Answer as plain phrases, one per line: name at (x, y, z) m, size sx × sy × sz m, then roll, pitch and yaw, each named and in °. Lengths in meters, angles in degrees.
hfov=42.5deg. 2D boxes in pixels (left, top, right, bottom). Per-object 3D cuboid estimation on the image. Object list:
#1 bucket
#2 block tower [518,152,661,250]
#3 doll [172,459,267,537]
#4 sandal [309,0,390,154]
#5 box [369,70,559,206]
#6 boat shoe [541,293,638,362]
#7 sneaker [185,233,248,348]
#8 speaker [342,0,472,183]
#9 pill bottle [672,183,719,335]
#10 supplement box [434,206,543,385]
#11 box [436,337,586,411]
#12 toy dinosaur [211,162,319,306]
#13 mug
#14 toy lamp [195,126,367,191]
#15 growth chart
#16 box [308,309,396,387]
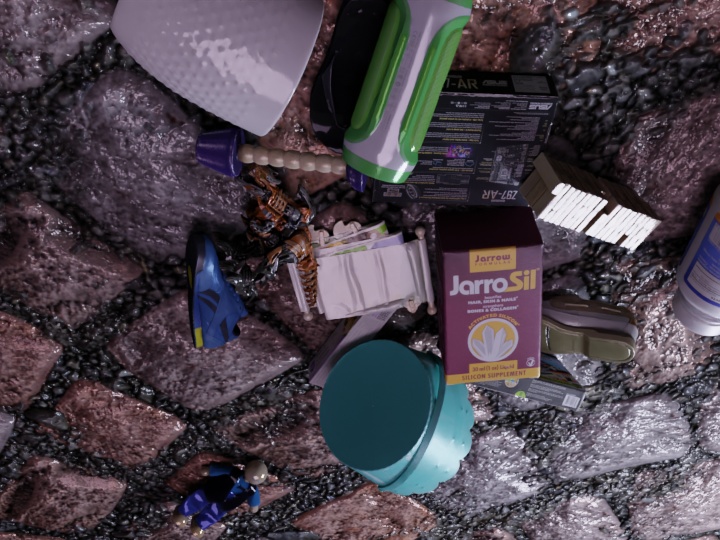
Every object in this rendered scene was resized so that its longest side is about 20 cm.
bucket at (0.049, 0.201, 1.289) m, size 0.204 × 0.211 × 0.134 m, roll -25°, pitch 151°, yaw 21°
block tower at (0.275, -0.079, 1.112) m, size 0.197 × 0.055 × 0.058 m, roll 15°, pitch 126°, yaw -38°
doll at (-0.230, 0.385, 1.593) m, size 0.136 × 0.049 × 0.199 m, roll 38°, pitch 116°, yaw -24°
sandal at (-0.013, -0.205, 1.001) m, size 0.074 × 0.043 × 0.203 m, roll 4°, pitch 136°, yaw -8°
box at (0.114, -0.150, 1.068) m, size 0.195 × 0.044 × 0.162 m, roll 1°, pitch 136°, yaw -5°
boat shoe at (0.287, 0.072, 1.294) m, size 0.196 × 0.069 × 0.076 m, roll 14°, pitch 143°, yaw 12°
sneaker at (-0.189, 0.024, 1.217) m, size 0.077 × 0.067 × 0.203 m, roll -8°, pitch 138°, yaw -13°
speaker at (0.046, -0.197, 0.940) m, size 0.087 × 0.089 × 0.204 m, roll 13°, pitch 111°, yaw -18°
pill bottle at (0.474, -0.012, 1.190) m, size 0.109 × 0.114 × 0.202 m, roll 2°, pitch 137°, yaw -6°
supplement box at (0.163, 0.033, 1.185) m, size 0.128 × 0.104 × 0.204 m, roll -5°, pitch 120°, yaw 2°
box at (0.214, 0.140, 1.327) m, size 0.196 × 0.110 × 0.035 m, roll 16°, pitch 108°, yaw -20°
toy dinosaur at (-0.105, -0.032, 1.137) m, size 0.134 × 0.102 × 0.203 m, roll -28°, pitch 103°, yaw 1°
mug at (-0.153, -0.230, 0.909) m, size 0.173 × 0.151 × 0.199 m, roll 24°, pitch 161°, yaw -19°
toy lamp at (-0.089, -0.126, 1.048) m, size 0.195 × 0.059 × 0.059 m, roll 10°, pitch 137°, yaw 7°
growth chart at (0.000, 0.000, 1.206) m, size 0.195 × 0.018 × 0.148 m, roll -5°, pitch 115°, yaw 1°
box at (-0.014, 0.095, 1.315) m, size 0.041 × 0.039 × 0.201 m, roll 19°, pitch 132°, yaw -20°
